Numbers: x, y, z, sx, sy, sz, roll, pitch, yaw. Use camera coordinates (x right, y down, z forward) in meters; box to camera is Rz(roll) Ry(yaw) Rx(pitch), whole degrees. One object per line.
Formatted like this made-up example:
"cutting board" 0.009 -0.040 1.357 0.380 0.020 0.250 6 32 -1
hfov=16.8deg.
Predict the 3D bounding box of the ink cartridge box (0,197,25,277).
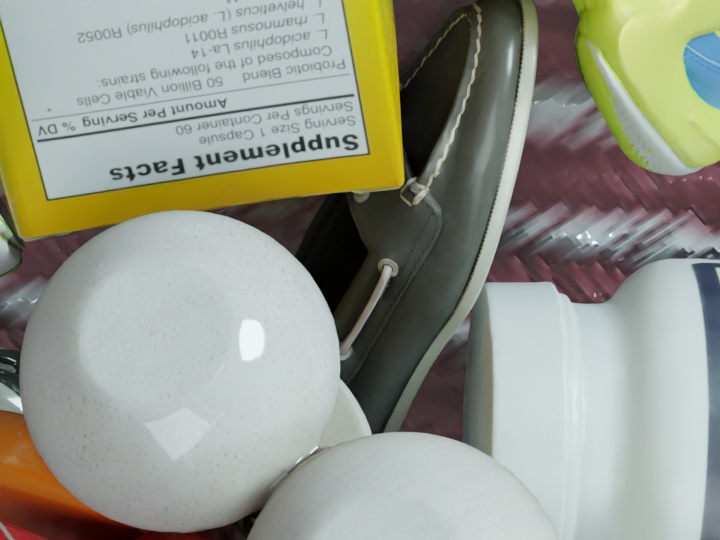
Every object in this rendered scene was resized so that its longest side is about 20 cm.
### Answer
"ink cartridge box" -0.169 -0.006 0.613 0.147 0.200 0.076 -28 89 -6

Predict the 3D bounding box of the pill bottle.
"pill bottle" 0.133 0.054 0.759 0.198 0.116 0.116 3 124 -1

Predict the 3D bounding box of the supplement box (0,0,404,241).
"supplement box" -0.055 -0.125 0.640 0.108 0.110 0.201 -7 123 4

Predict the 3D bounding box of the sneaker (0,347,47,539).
"sneaker" -0.161 0.049 0.777 0.200 0.077 0.085 38 121 -22

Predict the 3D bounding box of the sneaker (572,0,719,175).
"sneaker" 0.083 -0.124 0.674 0.105 0.076 0.200 -29 127 4

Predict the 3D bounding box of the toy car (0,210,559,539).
"toy car" -0.036 0.094 0.653 0.150 0.200 0.175 -43 161 -9

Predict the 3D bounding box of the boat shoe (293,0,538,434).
"boat shoe" 0.000 0.000 0.750 0.057 0.067 0.201 11 126 -14
